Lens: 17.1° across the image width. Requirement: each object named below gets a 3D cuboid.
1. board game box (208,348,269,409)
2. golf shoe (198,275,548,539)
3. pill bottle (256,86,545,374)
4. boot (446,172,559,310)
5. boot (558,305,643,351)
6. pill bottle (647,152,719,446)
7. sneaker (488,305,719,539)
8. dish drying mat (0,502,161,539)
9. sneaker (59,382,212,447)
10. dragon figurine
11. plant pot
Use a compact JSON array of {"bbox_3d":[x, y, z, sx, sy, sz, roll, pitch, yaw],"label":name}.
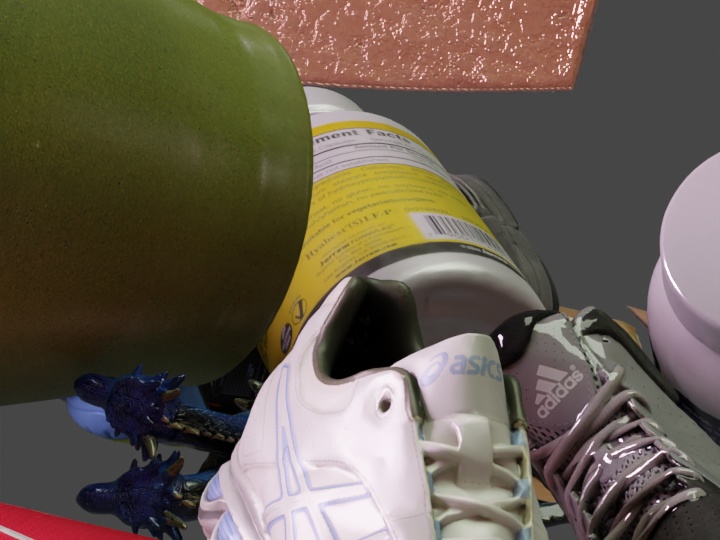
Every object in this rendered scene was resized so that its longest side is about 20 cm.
[{"bbox_3d":[-0.098,0.019,1.172,0.199,0.057,0.165,19,4,43],"label":"board game box"},{"bbox_3d":[0.014,0.066,0.601,0.078,0.098,0.200,11,17,-27],"label":"golf shoe"},{"bbox_3d":[0.000,0.000,1.019,0.111,0.112,0.200,12,24,-25],"label":"pill bottle"},{"bbox_3d":[0.056,0.016,1.147,0.131,0.070,0.201,21,41,-47],"label":"boot"},{"bbox_3d":[0.068,0.024,1.362,0.199,0.067,0.175,14,-15,-8],"label":"boot"},{"bbox_3d":[0.183,0.034,1.032,0.115,0.116,0.200,16,-24,20],"label":"pill bottle"},{"bbox_3d":[0.072,0.066,0.713,0.116,0.075,0.200,50,7,4],"label":"sneaker"},{"bbox_3d":[-0.049,0.090,0.683,0.199,0.018,0.077,13,4,-15],"label":"dish drying mat"},{"bbox_3d":[-0.107,0.016,0.998,0.070,0.083,0.199,12,5,-28],"label":"sneaker"},{"bbox_3d":[0.001,0.073,0.787,0.198,0.059,0.099,14,4,-3],"label":"dragon figurine"},{"bbox_3d":[-0.126,-0.038,0.794,0.192,0.202,0.200,9,6,-33],"label":"plant pot"}]
